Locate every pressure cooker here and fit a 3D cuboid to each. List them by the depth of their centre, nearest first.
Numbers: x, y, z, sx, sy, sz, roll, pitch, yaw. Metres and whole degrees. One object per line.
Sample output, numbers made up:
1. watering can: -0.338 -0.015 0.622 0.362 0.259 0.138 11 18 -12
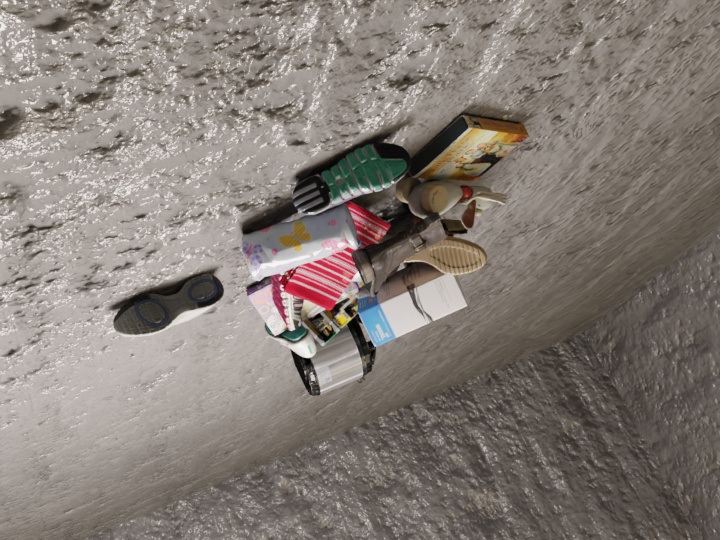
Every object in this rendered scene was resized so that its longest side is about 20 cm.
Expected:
1. pressure cooker: -0.057 0.190 1.966 0.198 0.180 0.176 -21 158 -13

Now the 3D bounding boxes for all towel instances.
1. towel: -0.043 -0.027 1.480 0.144 0.022 0.201 28 101 -46

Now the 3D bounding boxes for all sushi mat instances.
1. sushi mat: 0.154 -0.087 1.590 0.095 0.012 0.200 3 -171 3

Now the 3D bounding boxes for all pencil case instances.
1. pencil case: -0.100 -0.048 1.383 0.198 0.084 0.091 -17 170 3

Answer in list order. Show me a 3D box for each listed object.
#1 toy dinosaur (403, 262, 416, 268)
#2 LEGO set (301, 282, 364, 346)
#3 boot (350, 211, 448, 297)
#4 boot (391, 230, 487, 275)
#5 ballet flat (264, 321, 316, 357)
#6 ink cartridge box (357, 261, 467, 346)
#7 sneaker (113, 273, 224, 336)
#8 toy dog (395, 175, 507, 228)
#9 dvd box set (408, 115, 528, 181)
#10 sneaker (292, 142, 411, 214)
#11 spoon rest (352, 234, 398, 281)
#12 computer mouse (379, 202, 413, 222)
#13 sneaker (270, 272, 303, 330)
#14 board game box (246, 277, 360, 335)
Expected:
1. toy dinosaur: 0.139 0.005 1.806 0.200 0.102 0.136 -51 -178 -2
2. LEGO set: -0.056 0.057 1.777 0.200 0.116 0.154 -43 180 32
3. boot: 0.077 -0.030 1.441 0.173 0.070 0.200 -28 168 -1
4. boot: 0.157 -0.054 1.565 0.198 0.073 0.166 4 -159 21
5. ballet flat: -0.146 0.136 1.712 0.069 0.070 0.200 -19 -160 -22
6. ink cartridge box: 0.099 0.052 1.618 0.199 0.085 0.145 -25 -164 8
7. sneaker: -0.337 0.075 1.457 0.198 0.075 0.087 -18 165 -22
8. toy dog: 0.156 -0.110 1.489 0.198 0.097 0.132 7 -166 -16
9. dvd box set: 0.193 -0.213 1.465 0.199 0.030 0.146 -4 152 -50
10. sneaker: -0.016 -0.149 1.330 0.198 0.075 0.088 -21 -179 -1
11. spoon rest: 0.000 0.000 1.604 0.199 0.060 0.100 -32 128 -24
12. computer mouse: 0.079 -0.116 1.580 0.199 0.034 0.059 -26 148 19
13. sneaker: -0.120 0.033 1.566 0.087 0.074 0.201 -22 136 -19
14. board game box: -0.112 0.039 1.636 0.199 0.032 0.121 -28 122 4
